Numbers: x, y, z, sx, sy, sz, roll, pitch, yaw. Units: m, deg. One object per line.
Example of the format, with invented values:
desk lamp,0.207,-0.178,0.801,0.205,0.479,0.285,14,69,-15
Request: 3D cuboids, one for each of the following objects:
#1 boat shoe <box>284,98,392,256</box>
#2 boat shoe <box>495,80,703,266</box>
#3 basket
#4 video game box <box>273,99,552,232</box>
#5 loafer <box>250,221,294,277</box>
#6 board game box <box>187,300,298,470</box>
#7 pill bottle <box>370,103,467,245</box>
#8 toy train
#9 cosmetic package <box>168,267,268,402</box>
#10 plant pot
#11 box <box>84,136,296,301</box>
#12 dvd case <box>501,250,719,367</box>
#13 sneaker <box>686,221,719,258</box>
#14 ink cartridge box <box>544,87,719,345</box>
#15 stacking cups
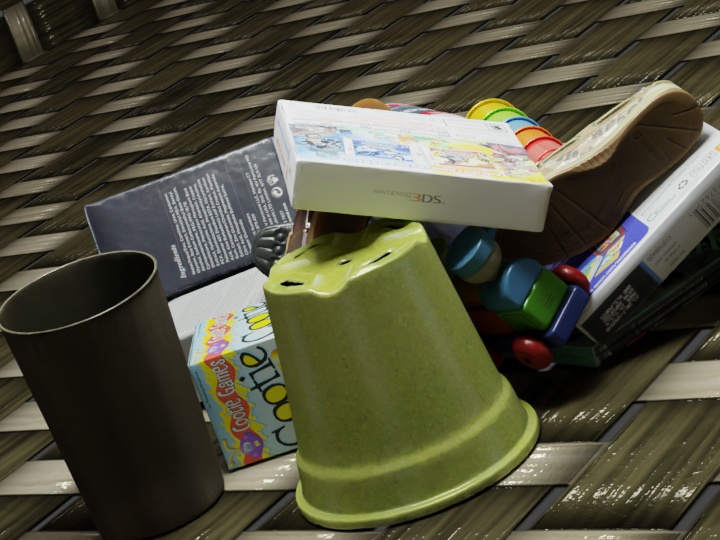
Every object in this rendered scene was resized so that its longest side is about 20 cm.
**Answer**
boat shoe,-0.023,-0.057,1.721,0.070,0.070,0.200,-35,27,50
boat shoe,0.192,-0.078,1.665,0.200,0.073,0.063,-37,22,6
basket,-0.196,0.105,1.651,0.136,0.201,0.180,-22,18,-9
video game box,0.037,-0.085,1.617,0.199,0.047,0.182,5,16,-8
loafer,0.000,0.000,1.796,0.200,0.068,0.070,10,-4,-7
board game box,-0.033,0.076,1.722,0.199,0.105,0.103,-19,18,6
pill bottle,0.061,-0.084,1.822,0.119,0.120,0.200,-25,16,-15
toy train,0.085,0.018,1.651,0.200,0.116,0.085,-8,47,60
cosmetic package,-0.112,0.055,1.872,0.199,0.071,0.102,-20,22,26
plant pot,0.015,0.068,1.559,0.200,0.185,0.200,-19,17,6
box,-0.153,-0.028,2.029,0.199,0.118,0.197,-21,-10,-3
dvd case,0.214,0.025,1.742,0.200,0.022,0.146,-30,20,-33
sneaker,0.279,-0.026,1.712,0.200,0.074,0.088,-4,41,55
ink cartridge box,0.221,-0.048,1.703,0.198,0.047,0.200,-48,20,4
stacking cups,0.143,-0.112,1.826,0.060,0.061,0.200,-22,16,-6
